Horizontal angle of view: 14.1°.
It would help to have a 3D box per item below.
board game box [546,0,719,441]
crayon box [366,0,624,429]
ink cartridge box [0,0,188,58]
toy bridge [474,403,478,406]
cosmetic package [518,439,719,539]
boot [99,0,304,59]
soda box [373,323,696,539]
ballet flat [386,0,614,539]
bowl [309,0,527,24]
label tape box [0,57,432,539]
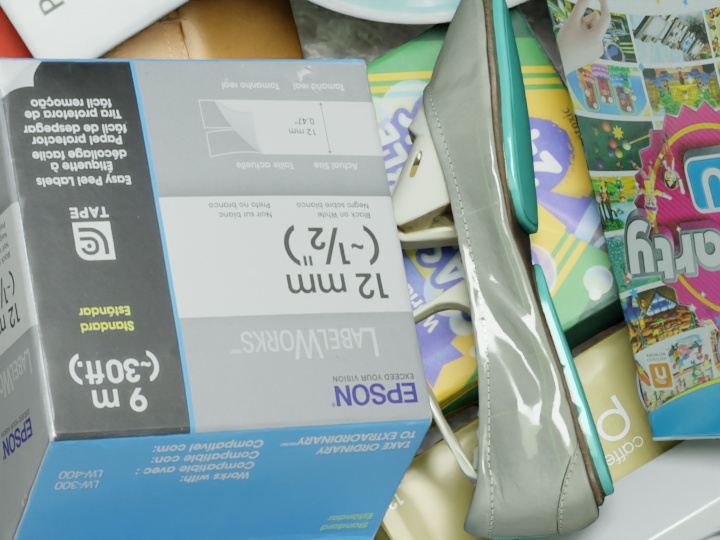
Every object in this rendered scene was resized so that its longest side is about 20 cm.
[{"bbox_3d":[0.147,-0.047,0.989,0.064,0.148,0.200,-20,98,-38],"label":"board game box"},{"bbox_3d":[0.000,0.000,1.085,0.200,0.052,0.126,-30,77,-1],"label":"crayon box"},{"bbox_3d":[-0.160,-0.154,1.045,0.174,0.044,0.200,-32,101,4],"label":"ink cartridge box"},{"bbox_3d":[0.068,-0.043,1.135,0.067,0.027,0.200,15,78,-4],"label":"toy bridge"},{"bbox_3d":[0.089,0.166,1.054,0.200,0.052,0.151,-30,114,-11],"label":"cosmetic package"},{"bbox_3d":[-0.126,-0.112,1.104,0.201,0.071,0.144,-11,82,-12],"label":"boot"},{"bbox_3d":[0.094,0.061,1.099,0.200,0.068,0.064,-32,86,-11],"label":"soda box"},{"bbox_3d":[0.039,-0.003,1.023,0.064,0.067,0.200,-13,78,7],"label":"ballet flat"},{"bbox_3d":[0.022,-0.200,1.044,0.201,0.105,0.201,-11,126,-15],"label":"bowl"},{"bbox_3d":[-0.054,0.029,0.987,0.143,0.066,0.200,-1,69,-29],"label":"label tape box"}]
